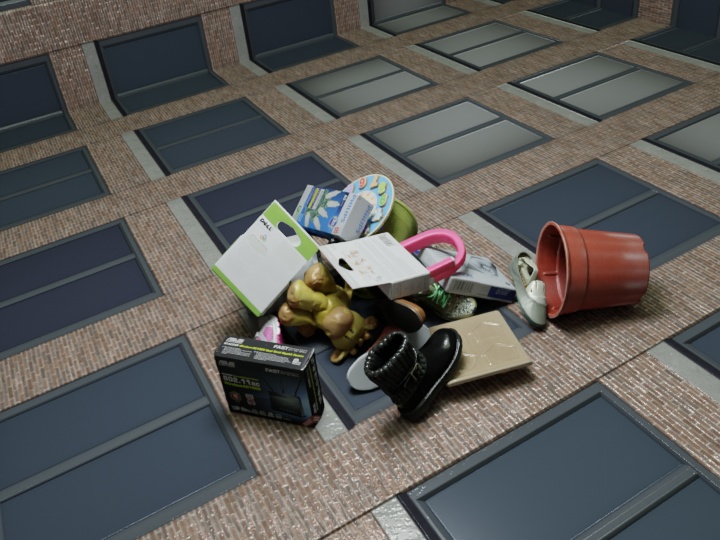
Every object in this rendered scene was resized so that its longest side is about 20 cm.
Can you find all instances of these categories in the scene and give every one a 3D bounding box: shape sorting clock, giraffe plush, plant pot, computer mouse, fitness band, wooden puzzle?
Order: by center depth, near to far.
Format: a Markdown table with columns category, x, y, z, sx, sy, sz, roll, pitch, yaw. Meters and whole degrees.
| category | x | y | z | sx | sy | sz | roll | pitch | yaw |
| --- | --- | --- | --- | --- | --- | --- | --- | --- | --- |
| wooden puzzle | 0.233 | 0.166 | 1.440 | 0.180 | 0.047 | 0.201 | -13 | 30 | -8 |
| plant pot | 0.500 | -0.001 | 1.509 | 0.189 | 0.206 | 0.203 | 0 | 34 | -5 |
| giraffe plush | -0.058 | 0.106 | 1.514 | 0.197 | 0.175 | 0.163 | 10 | 29 | -43 |
| fitness band | 0.134 | -0.025 | 1.523 | 0.195 | 0.038 | 0.145 | -23 | 38 | -6 |
| computer mouse | 0.000 | 0.000 | 1.555 | 0.058 | 0.198 | 0.035 | -38 | 26 | 32 |
| shape sorting clock | -0.005 | -0.140 | 1.618 | 0.196 | 0.039 | 0.205 | -22 | 49 | 28 |
| plant pot | 0.032 | -0.043 | 1.668 | 0.194 | 0.204 | 0.187 | 1 | 46 | 12 |

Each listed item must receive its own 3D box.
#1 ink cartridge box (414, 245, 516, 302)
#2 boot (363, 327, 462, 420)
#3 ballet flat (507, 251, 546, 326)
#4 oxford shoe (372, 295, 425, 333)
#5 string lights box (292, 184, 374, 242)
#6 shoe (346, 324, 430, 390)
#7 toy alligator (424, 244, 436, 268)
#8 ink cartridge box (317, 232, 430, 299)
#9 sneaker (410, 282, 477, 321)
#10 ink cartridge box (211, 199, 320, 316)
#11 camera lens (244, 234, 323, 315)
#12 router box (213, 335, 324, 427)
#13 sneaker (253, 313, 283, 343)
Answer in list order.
| category | x | y | z | sx | sy | sz | roll | pitch | yaw |
| --- | --- | --- | --- | --- | --- | --- | --- | --- | --- |
| ink cartridge box | 0.234 | -0.006 | 1.607 | 0.195 | 0.041 | 0.201 | 10 | 26 | -30 |
| boot | 0.105 | 0.158 | 1.324 | 0.078 | 0.159 | 0.213 | 2 | 49 | 46 |
| ballet flat | 0.374 | 0.032 | 1.545 | 0.066 | 0.064 | 0.203 | 16 | 36 | -20 |
| oxford shoe | 0.090 | 0.076 | 1.423 | 0.070 | 0.073 | 0.199 | -28 | 12 | -16 |
| string lights box | -0.067 | -0.126 | 1.593 | 0.198 | 0.058 | 0.105 | 16 | 78 | 49 |
| shoe | 0.051 | 0.172 | 1.451 | 0.197 | 0.073 | 0.091 | -34 | 12 | -10 |
| toy alligator | 0.180 | -0.001 | 1.670 | 0.053 | 0.061 | 0.202 | 4 | 37 | 17 |
| ink cartridge box | 0.024 | -0.006 | 1.442 | 0.171 | 0.046 | 0.200 | -12 | 31 | -21 |
| sneaker | 0.160 | 0.053 | 1.539 | 0.196 | 0.079 | 0.088 | 23 | -1 | 20 |
| ink cartridge box | -0.200 | -0.024 | 1.514 | 0.200 | 0.148 | 0.076 | -46 | 1 | -2 |
| camera lens | -0.184 | 0.010 | 1.637 | 0.194 | 0.164 | 0.161 | -14 | 34 | -8 |
| router box | -0.174 | 0.213 | 1.353 | 0.194 | 0.153 | 0.063 | 6 | 36 | 19 |
| sneaker | -0.205 | 0.166 | 1.489 | 0.086 | 0.083 | 0.201 | -13 | 33 | -8 |
